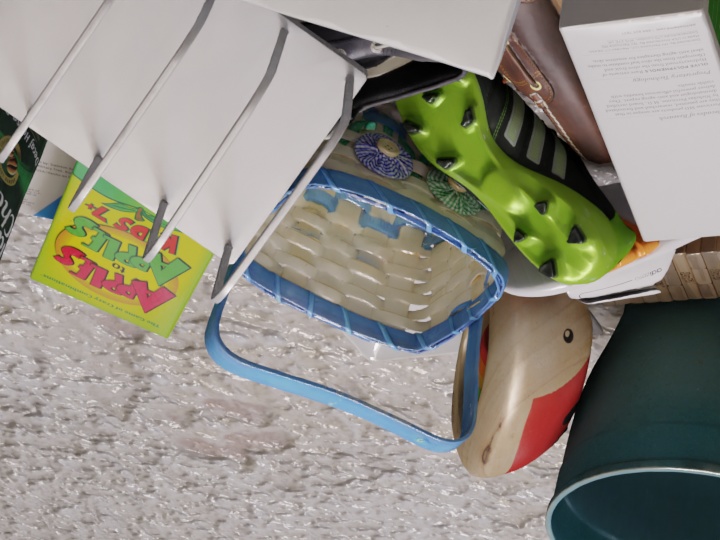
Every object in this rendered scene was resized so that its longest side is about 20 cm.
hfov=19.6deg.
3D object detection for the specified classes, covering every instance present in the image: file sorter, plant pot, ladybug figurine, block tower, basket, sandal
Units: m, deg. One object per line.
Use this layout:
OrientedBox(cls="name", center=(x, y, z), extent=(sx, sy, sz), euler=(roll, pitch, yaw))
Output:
OrientedBox(cls="file sorter", center=(-0.116, -0.096, 1.134), extent=(0.199, 0.125, 0.139), euler=(34, 106, -11))
OrientedBox(cls="plant pot", center=(0.239, 0.104, 1.425), extent=(0.198, 0.189, 0.201), euler=(10, 147, 6))
OrientedBox(cls="ladybug figurine", center=(0.109, 0.068, 1.418), extent=(0.071, 0.137, 0.200), euler=(6, 149, -7))
OrientedBox(cls="block tower", center=(0.249, -0.019, 1.359), extent=(0.199, 0.054, 0.058), euler=(-4, 145, 23))
OrientedBox(cls="basket", center=(0.000, 0.000, 1.290), extent=(0.175, 0.201, 0.139), euler=(22, 148, -18))
OrientedBox(cls="sandal", center=(0.182, -0.018, 1.315), extent=(0.205, 0.079, 0.059), euler=(-19, 132, 10))

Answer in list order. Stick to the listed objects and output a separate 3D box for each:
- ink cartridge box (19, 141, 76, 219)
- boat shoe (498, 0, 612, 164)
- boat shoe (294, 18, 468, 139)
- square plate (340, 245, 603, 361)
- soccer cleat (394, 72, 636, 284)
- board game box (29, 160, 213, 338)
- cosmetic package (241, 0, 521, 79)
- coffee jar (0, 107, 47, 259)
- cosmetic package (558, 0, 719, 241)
OrientedBox(cls="ink cartridge box", center=(-0.199, -0.120, 1.331), extent=(0.145, 0.085, 0.200), euler=(13, 147, -1))
OrientedBox(cls="boat shoe", center=(0.107, -0.138, 1.213), extent=(0.070, 0.071, 0.201), euler=(-10, 133, 21))
OrientedBox(cls="boat shoe", center=(-0.023, -0.113, 1.234), extent=(0.199, 0.063, 0.073), euler=(-20, 154, 21))
OrientedBox(cls="square plate", center=(0.048, -0.006, 1.474), extent=(0.197, 0.029, 0.200), euler=(-8, 142, 28))
OrientedBox(cls="soccer cleat", center=(0.089, -0.074, 1.267), extent=(0.068, 0.081, 0.200), euler=(-45, 75, 30))
OrientedBox(cls="board game box", center=(-0.135, -0.039, 1.303), extent=(0.101, 0.048, 0.200), euler=(24, 146, -7))
OrientedBox(cls="cosmetic package", center=(-0.008, -0.175, 1.089), extent=(0.199, 0.113, 0.082), euler=(19, 110, 4))
OrientedBox(cls="coffee jar", center=(-0.247, -0.038, 1.209), extent=(0.085, 0.201, 0.105), euler=(0, 145, 18))
OrientedBox(cls="cosmetic package", center=(0.180, -0.117, 1.184), extent=(0.084, 0.108, 0.200), euler=(-5, 145, 22))
